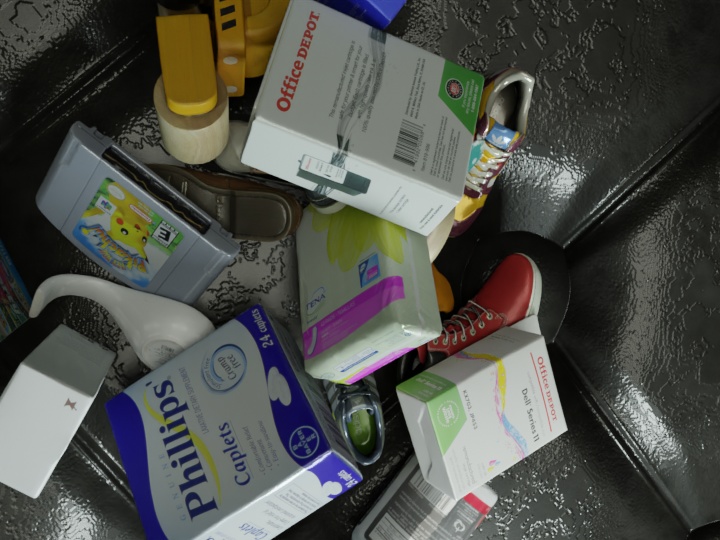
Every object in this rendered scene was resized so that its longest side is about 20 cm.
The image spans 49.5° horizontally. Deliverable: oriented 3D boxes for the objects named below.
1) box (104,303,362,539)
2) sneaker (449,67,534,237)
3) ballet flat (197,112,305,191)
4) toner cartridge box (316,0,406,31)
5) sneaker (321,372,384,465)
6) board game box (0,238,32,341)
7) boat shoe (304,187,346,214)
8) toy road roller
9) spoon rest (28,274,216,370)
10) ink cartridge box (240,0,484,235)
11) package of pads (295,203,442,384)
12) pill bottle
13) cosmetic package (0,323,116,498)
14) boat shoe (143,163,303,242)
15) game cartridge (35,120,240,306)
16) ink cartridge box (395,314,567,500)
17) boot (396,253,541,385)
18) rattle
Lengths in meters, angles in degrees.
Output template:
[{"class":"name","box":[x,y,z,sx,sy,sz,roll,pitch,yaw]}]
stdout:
[{"class":"box","box":[-0.131,0.173,0.794,0.198,0.105,0.185,-33,58,1]},{"class":"sneaker","box":[0.135,-0.135,0.887,0.074,0.090,0.204,19,92,-13]},{"class":"ballet flat","box":[-0.098,-0.129,0.847,0.196,0.068,0.069,11,94,-13]},{"class":"toner cartridge box","box":[-0.018,-0.272,0.783,0.095,0.200,0.043,40,85,-13]},{"class":"sneaker","box":[-0.009,0.126,0.886,0.073,0.081,0.204,-19,99,-10]},{"class":"board game box","box":[-0.383,0.002,0.729,0.063,0.200,0.150,-25,101,-8]},{"class":"boat shoe","box":[-0.043,-0.160,0.801,0.066,0.073,0.203,38,48,-51]},{"class":"toy road roller","box":[-0.133,-0.217,0.778,0.143,0.123,0.204,-4,76,-10]},{"class":"spoon rest","box":[-0.244,0.054,0.835,0.197,0.061,0.100,25,124,-17]},{"class":"ink cartridge box","box":[0.002,-0.142,0.725,0.197,0.083,0.149,21,64,-11]},{"class":"package of pads","box":[0.000,0.000,0.802,0.067,0.154,0.204,16,55,-36]},{"class":"pill bottle","box":[0.059,0.302,0.903,0.110,0.111,0.201,40,87,-13]},{"class":"cosmetic package","box":[-0.302,0.127,0.760,0.071,0.200,0.103,30,88,-13]},{"class":"boat shoe","box":[-0.159,-0.070,0.842,0.196,0.068,0.073,15,104,7]},{"class":"game cartridge","box":[-0.233,-0.045,0.803,0.199,0.133,0.041,38,44,-12]},{"class":"ink cartridge box","box":[0.148,0.140,0.840,0.198,0.067,0.119,-25,106,-24]},{"class":"boot","box":[0.121,0.058,0.885,0.143,0.072,0.203,27,91,-43]},{"class":"rattle","box":[0.107,-0.053,0.849,0.142,0.130,0.201,35,104,-11]}]
